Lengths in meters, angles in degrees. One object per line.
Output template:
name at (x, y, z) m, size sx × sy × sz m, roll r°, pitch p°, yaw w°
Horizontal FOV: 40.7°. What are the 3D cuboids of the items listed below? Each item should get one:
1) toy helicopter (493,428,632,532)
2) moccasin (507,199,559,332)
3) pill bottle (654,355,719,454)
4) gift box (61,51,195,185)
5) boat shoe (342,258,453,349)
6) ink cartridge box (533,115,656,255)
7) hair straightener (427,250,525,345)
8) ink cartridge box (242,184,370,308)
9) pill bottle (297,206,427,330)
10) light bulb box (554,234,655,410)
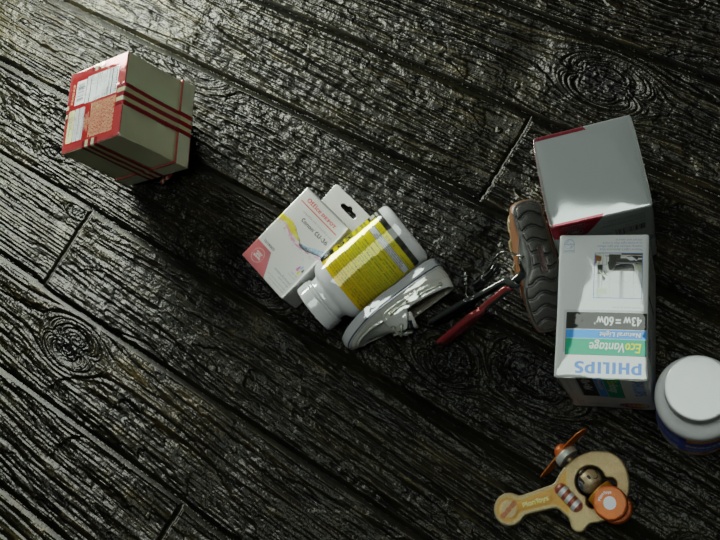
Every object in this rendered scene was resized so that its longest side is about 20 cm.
toy helicopter at (0.282, 0.309, 1.380) m, size 0.198 × 0.079 × 0.134 m, roll -20°, pitch 67°, yaw 15°
moccasin at (0.264, -0.005, 1.490) m, size 0.073 × 0.078 × 0.204 m, roll -17°, pitch 83°, yaw -4°
pill bottle at (0.450, 0.178, 1.296) m, size 0.111 × 0.200 × 0.114 m, roll -6°, pitch 71°, yaw 17°
gift box at (-0.414, -0.268, 1.746) m, size 0.198 × 0.186 × 0.187 m, roll -5°, pitch 72°, yaw 37°
boat shoe at (0.062, 0.069, 1.537) m, size 0.199 × 0.071 × 0.070 m, roll -38°, pitch 68°, yaw -1°
ink cartridge box at (0.346, -0.104, 1.425) m, size 0.144 × 0.200 × 0.146 m, roll -13°, pitch 66°, yaw 13°
hair straightener at (0.175, 0.030, 1.487) m, size 0.200 × 0.041 × 0.077 m, roll -44°, pitch 60°, yaw 31°
ink cartridge box at (-0.085, -0.053, 1.623) m, size 0.200 × 0.067 × 0.116 m, roll -46°, pitch 64°, yaw 0°
pill bottle at (0.000, 0.000, 1.553) m, size 0.199 × 0.112 × 0.113 m, roll -40°, pitch 65°, yaw 2°
light bulb box at (0.349, 0.076, 1.364) m, size 0.123 × 0.198 × 0.203 m, roll 0°, pitch 71°, yaw 20°
